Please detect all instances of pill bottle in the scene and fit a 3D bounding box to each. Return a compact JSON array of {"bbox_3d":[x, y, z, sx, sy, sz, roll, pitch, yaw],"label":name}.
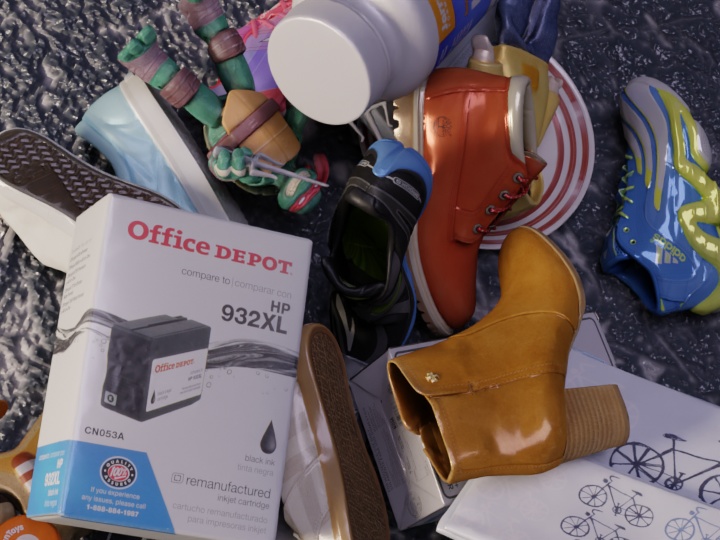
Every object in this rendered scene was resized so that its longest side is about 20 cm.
[{"bbox_3d":[0.022,-0.189,1.085,0.112,0.112,0.200,37,49,3],"label":"pill bottle"}]

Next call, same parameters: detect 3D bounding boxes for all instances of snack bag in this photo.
[{"bbox_3d":[0.175,0.137,1.017,0.187,0.022,0.200,20,46,23],"label":"snack bag"}]

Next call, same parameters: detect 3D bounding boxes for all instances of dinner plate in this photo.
[{"bbox_3d":[0.091,-0.108,1.241,0.197,0.024,0.203,5,66,-12],"label":"dinner plate"}]

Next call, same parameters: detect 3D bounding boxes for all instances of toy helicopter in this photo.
[{"bbox_3d":[-0.229,0.130,1.046,0.131,0.079,0.201,24,53,6],"label":"toy helicopter"}]

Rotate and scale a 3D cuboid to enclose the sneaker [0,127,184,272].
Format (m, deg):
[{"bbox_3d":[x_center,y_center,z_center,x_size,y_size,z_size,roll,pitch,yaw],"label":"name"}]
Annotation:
[{"bbox_3d":[-0.178,-0.021,1.099,0.199,0.085,0.073,36,60,7],"label":"sneaker"}]

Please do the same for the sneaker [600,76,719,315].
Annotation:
[{"bbox_3d":[0.229,-0.055,1.226,0.104,0.076,0.202,-17,74,-19],"label":"sneaker"}]

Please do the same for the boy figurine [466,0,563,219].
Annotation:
[{"bbox_3d":[0.118,-0.141,1.192,0.124,0.064,0.203,26,72,-52],"label":"boy figurine"}]

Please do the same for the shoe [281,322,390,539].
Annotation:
[{"bbox_3d":[-0.025,0.138,1.043,0.053,0.070,0.202,-19,74,22],"label":"shoe"}]

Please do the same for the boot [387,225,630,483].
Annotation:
[{"bbox_3d":[0.083,0.050,1.043,0.142,0.071,0.202,-4,48,-19],"label":"boot"}]

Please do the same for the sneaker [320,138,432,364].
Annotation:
[{"bbox_3d":[0.000,0.000,1.084,0.070,0.201,0.083,28,48,19],"label":"sneaker"}]

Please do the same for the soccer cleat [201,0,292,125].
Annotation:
[{"bbox_3d":[-0.058,-0.182,1.206,0.076,0.067,0.201,40,68,-12],"label":"soccer cleat"}]

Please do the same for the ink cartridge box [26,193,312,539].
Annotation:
[{"bbox_3d":[-0.120,0.068,0.992,0.143,0.084,0.203,13,75,-23],"label":"ink cartridge box"}]

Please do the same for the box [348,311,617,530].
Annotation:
[{"bbox_3d":[0.102,0.105,1.107,0.198,0.060,0.118,-9,70,-36],"label":"box"}]

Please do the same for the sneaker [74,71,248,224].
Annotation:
[{"bbox_3d":[-0.139,-0.043,1.141,0.081,0.074,0.201,-33,83,7],"label":"sneaker"}]

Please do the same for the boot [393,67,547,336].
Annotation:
[{"bbox_3d":[0.084,-0.048,1.135,0.106,0.075,0.203,1,104,15],"label":"boot"}]

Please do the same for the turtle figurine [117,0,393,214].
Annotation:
[{"bbox_3d":[-0.074,-0.105,1.106,0.200,0.100,0.150,47,47,-7],"label":"turtle figurine"}]

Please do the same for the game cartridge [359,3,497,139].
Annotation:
[{"bbox_3d":[0.046,-0.196,1.208,0.134,0.040,0.200,48,60,-13],"label":"game cartridge"}]

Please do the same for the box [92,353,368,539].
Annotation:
[{"bbox_3d":[-0.084,0.137,1.080,0.156,0.050,0.202,22,64,-5],"label":"box"}]
